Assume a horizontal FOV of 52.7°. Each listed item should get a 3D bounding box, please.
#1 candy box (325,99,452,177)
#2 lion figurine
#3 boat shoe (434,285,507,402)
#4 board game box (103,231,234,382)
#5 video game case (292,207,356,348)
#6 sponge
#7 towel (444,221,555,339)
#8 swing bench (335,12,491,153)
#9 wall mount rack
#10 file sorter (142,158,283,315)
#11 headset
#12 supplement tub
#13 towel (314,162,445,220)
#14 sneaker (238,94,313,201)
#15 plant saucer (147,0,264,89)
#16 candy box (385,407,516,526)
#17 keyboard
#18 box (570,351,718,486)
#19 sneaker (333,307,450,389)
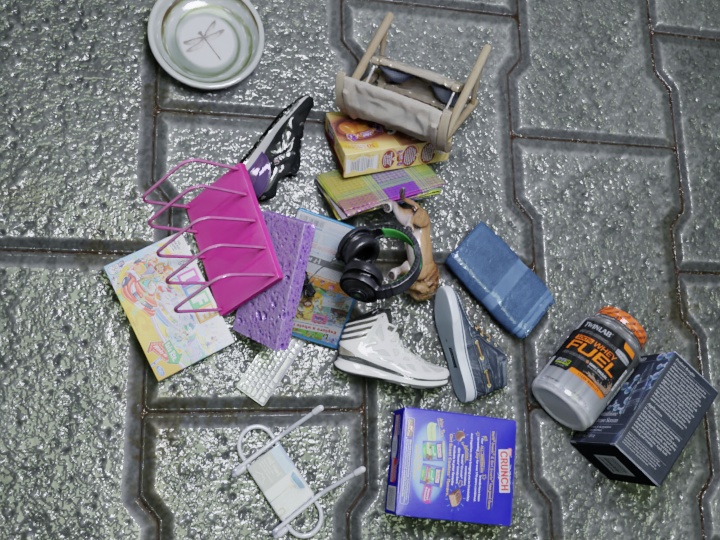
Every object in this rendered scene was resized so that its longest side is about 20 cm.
[{"bbox_3d":[0.048,-0.234,1.274,0.197,0.057,0.118,-12,52,-14],"label":"candy box"},{"bbox_3d":[0.094,-0.042,1.215,0.122,0.072,0.203,-18,114,-55],"label":"lion figurine"},{"bbox_3d":[0.191,0.118,1.250,0.090,0.071,0.203,-14,94,-19],"label":"boat shoe"},{"bbox_3d":[-0.306,0.057,1.165,0.133,0.034,0.202,-27,85,-17],"label":"board game box"},{"bbox_3d":[-0.069,0.015,1.189,0.141,0.018,0.203,18,98,-17],"label":"video game case"},{"bbox_3d":[-0.136,0.013,1.139,0.030,0.111,0.203,6,100,-49],"label":"sponge"},{"bbox_3d":[0.247,0.019,1.295,0.112,0.049,0.200,-44,91,-18],"label":"towel"},{"bbox_3d":[0.086,-0.302,1.219,0.197,0.131,0.201,24,57,13],"label":"swing bench"},{"bbox_3d":[-0.099,0.314,1.139,0.173,0.075,0.201,-35,89,-17],"label":"wall mount rack"},{"bbox_3d":[-0.235,-0.050,1.112,0.125,0.138,0.202,3,62,-55],"label":"file sorter"},{"bbox_3d":[0.000,0.000,1.134,0.197,0.094,0.125,-10,53,5],"label":"headset"},{"bbox_3d":[0.400,0.166,1.261,0.122,0.123,0.200,44,72,-1],"label":"supplement tub"},{"bbox_3d":[0.029,-0.149,1.252,0.197,0.023,0.144,-17,39,-16],"label":"towel"},{"bbox_3d":[-0.132,-0.208,1.253,0.087,0.076,0.201,41,76,-17],"label":"sneaker"},{"bbox_3d":[-0.267,-0.401,1.262,0.197,0.050,0.204,3,78,-12],"label":"plant saucer"},{"bbox_3d":[0.150,0.323,1.194,0.197,0.077,0.172,9,75,-10],"label":"candy box"},{"bbox_3d":[-0.127,0.124,1.206,0.056,0.011,0.201,35,73,-4],"label":"keyboard"},{"bbox_3d":[0.484,0.253,1.249,0.107,0.148,0.200,42,72,-2],"label":"box"},{"bbox_3d":[0.063,0.125,1.204,0.197,0.076,0.117,12,92,-8],"label":"sneaker"}]
